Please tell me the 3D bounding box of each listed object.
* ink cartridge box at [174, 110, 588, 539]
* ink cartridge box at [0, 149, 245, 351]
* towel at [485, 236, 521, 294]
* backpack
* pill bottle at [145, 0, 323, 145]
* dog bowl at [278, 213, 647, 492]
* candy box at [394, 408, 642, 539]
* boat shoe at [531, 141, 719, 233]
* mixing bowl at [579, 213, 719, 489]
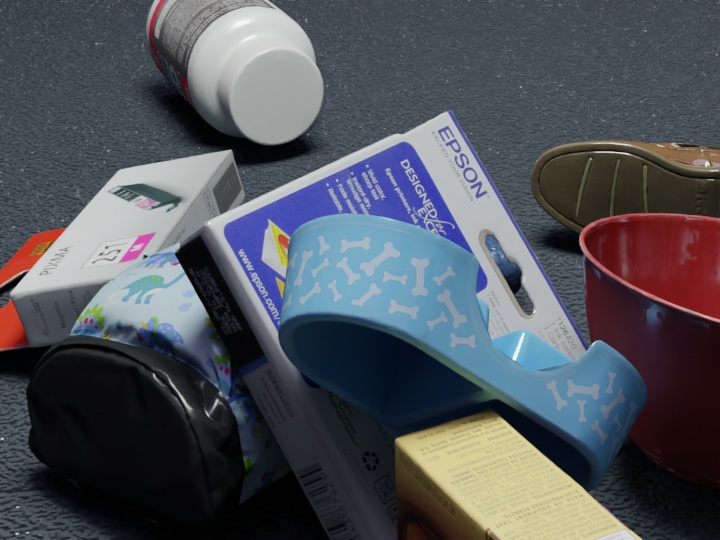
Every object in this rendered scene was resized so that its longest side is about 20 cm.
[{"bbox_3d":[0.025,0.035,0.886,0.199,0.199,0.047,-27,-3,-45],"label":"ink cartridge box"},{"bbox_3d":[-0.185,-0.012,1.103,0.172,0.044,0.200,-8,24,17],"label":"ink cartridge box"},{"bbox_3d":[0.000,0.000,1.099,0.199,0.049,0.112,-12,29,-19],"label":"towel"},{"bbox_3d":[-0.066,0.046,0.934,0.162,0.155,0.199,14,17,43],"label":"backpack"},{"bbox_3d":[-0.103,-0.176,1.392,0.110,0.111,0.200,-12,28,-19],"label":"pill bottle"},{"bbox_3d":[0.046,0.047,0.795,0.111,0.199,0.050,-24,40,53],"label":"dog bowl"},{"bbox_3d":[0.085,0.158,0.698,0.056,0.117,0.200,-14,29,-22],"label":"candy box"},{"bbox_3d":[0.221,-0.054,1.166,0.198,0.073,0.068,10,16,10],"label":"boat shoe"},{"bbox_3d":[0.206,0.051,0.893,0.198,0.109,0.200,7,18,-2],"label":"mixing bowl"}]
